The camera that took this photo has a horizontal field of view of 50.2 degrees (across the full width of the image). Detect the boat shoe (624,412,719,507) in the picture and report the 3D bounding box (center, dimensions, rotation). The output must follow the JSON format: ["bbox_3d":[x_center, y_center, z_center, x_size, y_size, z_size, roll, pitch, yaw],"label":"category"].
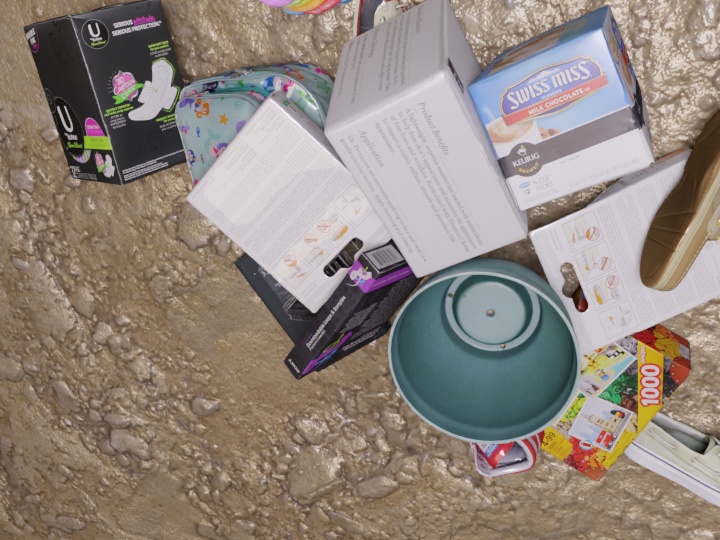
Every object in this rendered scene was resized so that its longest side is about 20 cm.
[{"bbox_3d":[0.426,0.237,0.948,0.199,0.072,0.062,21,122,15],"label":"boat shoe"}]

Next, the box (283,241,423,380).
[{"bbox_3d":[0.005,0.040,0.908,0.036,0.143,0.200,48,127,17],"label":"box"}]

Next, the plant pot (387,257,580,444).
[{"bbox_3d":[0.141,0.068,0.852,0.198,0.134,0.202,6,115,13],"label":"plant pot"}]

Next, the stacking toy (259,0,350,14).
[{"bbox_3d":[-0.081,-0.321,0.814,0.115,0.200,0.111,-8,111,24],"label":"stacking toy"}]

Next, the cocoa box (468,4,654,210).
[{"bbox_3d":[0.206,-0.169,0.769,0.133,0.200,0.132,-19,106,26],"label":"cocoa box"}]

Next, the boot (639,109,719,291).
[{"bbox_3d":[0.391,-0.047,0.787,0.155,0.073,0.201,25,93,-12],"label":"boot"}]

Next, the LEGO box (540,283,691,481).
[{"bbox_3d":[0.286,0.138,0.954,0.148,0.077,0.201,30,121,6],"label":"LEGO box"}]

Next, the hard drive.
[{"bbox_3d":[-0.068,0.034,1.073,0.139,0.033,0.201,-31,99,30],"label":"hard drive"}]

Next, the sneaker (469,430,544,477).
[{"bbox_3d":[0.124,0.172,0.918,0.199,0.113,0.072,21,119,8],"label":"sneaker"}]

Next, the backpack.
[{"bbox_3d":[-0.117,-0.162,0.942,0.198,0.151,0.179,-3,111,18],"label":"backpack"}]

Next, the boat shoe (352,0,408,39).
[{"bbox_3d":[0.023,-0.277,0.870,0.062,0.071,0.201,15,121,7],"label":"boat shoe"}]

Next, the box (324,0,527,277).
[{"bbox_3d":[0.073,-0.142,0.802,0.130,0.201,0.199,-21,124,21],"label":"box"}]

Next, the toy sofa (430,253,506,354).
[{"bbox_3d":[0.145,0.074,0.978,0.097,0.083,0.202,2,114,15],"label":"toy sofa"}]

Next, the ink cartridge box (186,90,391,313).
[{"bbox_3d":[-0.072,-0.074,0.864,0.200,0.050,0.161,41,114,-12],"label":"ink cartridge box"}]

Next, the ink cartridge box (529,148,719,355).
[{"bbox_3d":[0.302,-0.018,0.852,0.199,0.050,0.163,-24,104,8],"label":"ink cartridge box"}]

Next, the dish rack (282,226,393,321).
[{"bbox_3d":[0.000,0.000,0.946,0.200,0.153,0.055,-47,68,17],"label":"dish rack"}]

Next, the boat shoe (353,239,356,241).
[{"bbox_3d":[0.005,-0.107,0.931,0.062,0.075,0.201,25,142,16],"label":"boat shoe"}]

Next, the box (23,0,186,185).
[{"bbox_3d":[-0.312,-0.225,0.972,0.148,0.124,0.202,11,120,45],"label":"box"}]
